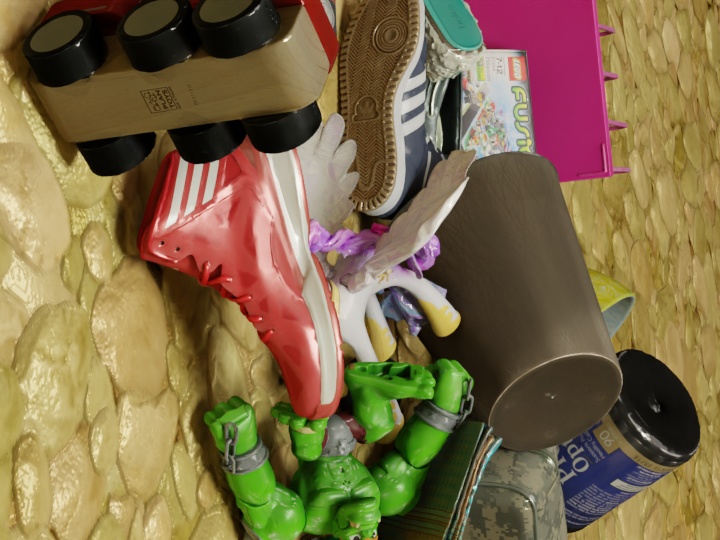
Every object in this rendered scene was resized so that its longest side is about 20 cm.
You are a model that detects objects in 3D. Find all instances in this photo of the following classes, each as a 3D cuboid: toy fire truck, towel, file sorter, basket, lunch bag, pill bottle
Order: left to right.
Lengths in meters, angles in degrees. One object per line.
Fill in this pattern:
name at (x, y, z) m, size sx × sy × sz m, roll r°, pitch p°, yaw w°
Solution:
toy fire truck at (-0.098, -0.176, 1.131) m, size 0.200 × 0.176 × 0.129 m, roll -72°, pitch 146°, yaw -44°
towel at (0.040, 0.204, 1.362) m, size 0.200 × 0.022 × 0.147 m, roll -70°, pitch -164°, yaw -7°
lunch bag at (0.108, 0.208, 1.533) m, size 0.168 × 0.139 × 0.200 m, roll -53°, pitch 141°, yaw -54°
basket at (0.119, 0.032, 1.477) m, size 0.136 × 0.180 × 0.200 m, roll 34°, pitch 23°, yaw -46°
file sorter at (0.183, -0.183, 1.814) m, size 0.125 × 0.139 × 0.200 m, roll -7°, pitch 91°, yaw -68°
pill bottle at (0.195, 0.164, 1.640) m, size 0.112 × 0.200 × 0.112 m, roll 28°, pitch 41°, yaw -27°

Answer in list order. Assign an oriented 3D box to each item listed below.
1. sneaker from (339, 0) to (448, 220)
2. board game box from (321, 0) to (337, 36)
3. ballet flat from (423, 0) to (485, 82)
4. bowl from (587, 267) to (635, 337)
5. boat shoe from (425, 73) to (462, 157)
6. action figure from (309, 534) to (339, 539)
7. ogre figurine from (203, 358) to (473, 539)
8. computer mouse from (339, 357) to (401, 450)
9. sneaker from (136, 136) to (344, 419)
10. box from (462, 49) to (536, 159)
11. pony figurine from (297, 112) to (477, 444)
sneaker at (0.035, -0.135, 1.549) m, size 0.108 × 0.070 × 0.200 m, roll 24°, pitch 70°, yaw -58°
board game box at (-0.076, -0.261, 1.296) m, size 0.135 × 0.035 × 0.200 m, roll 23°, pitch 54°, yaw -43°
ballet flat at (0.043, -0.249, 1.597) m, size 0.072 × 0.072 × 0.200 m, roll 24°, pitch 42°, yaw -63°
bowl at (0.143, 0.059, 1.678) m, size 0.108 × 0.200 × 0.200 m, roll 44°, pitch 18°, yaw 15°
boat shoe at (0.068, -0.091, 1.625) m, size 0.073 × 0.062 × 0.200 m, roll -5°, pitch 89°, yaw -66°
action figure at (-0.020, 0.235, 1.322) m, size 0.200 × 0.118 × 0.055 m, roll -74°, pitch 166°, yaw -59°
ogre figurine at (-0.014, 0.131, 1.307) m, size 0.200 × 0.098 × 0.120 m, roll -23°, pitch 127°, yaw -45°
computer mouse at (0.021, 0.118, 1.520) m, size 0.200 × 0.034 × 0.059 m, roll 57°, pitch 49°, yaw -58°
sneaker at (-0.085, 0.009, 1.215) m, size 0.078 × 0.115 × 0.200 m, roll 160°, pitch -83°, yaw -72°
box at (0.115, -0.104, 1.718) m, size 0.110 × 0.035 × 0.200 m, roll -6°, pitch 90°, yaw -41°
pony figurine at (0.000, 0.000, 1.358) m, size 0.193 × 0.166 × 0.200 m, roll -59°, pitch 138°, yaw -24°
